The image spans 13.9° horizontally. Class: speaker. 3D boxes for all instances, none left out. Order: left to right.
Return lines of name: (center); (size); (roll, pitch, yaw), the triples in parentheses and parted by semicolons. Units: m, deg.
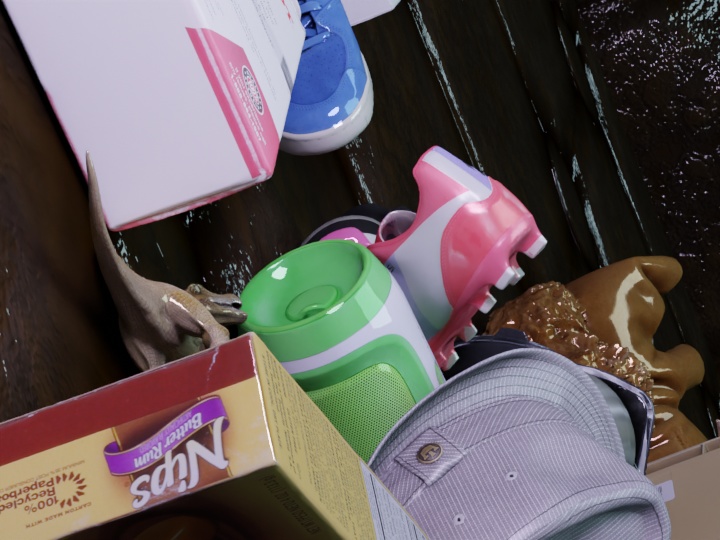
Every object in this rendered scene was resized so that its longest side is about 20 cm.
speaker: (0.010, 0.085, 1.469); (0.089, 0.088, 0.201); (-91, 158, -58)

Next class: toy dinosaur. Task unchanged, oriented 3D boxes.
toy dinosaur: (-0.084, 0.024, 1.240); (0.101, 0.058, 0.200); (53, 2, 19)

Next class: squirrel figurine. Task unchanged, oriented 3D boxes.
squirrel figurine: (0.180, 0.099, 2.139); (0.200, 0.141, 0.188); (7, 55, -59)

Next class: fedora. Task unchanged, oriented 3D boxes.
fedora: (0.080, 0.139, 1.423); (0.090, 0.199, 0.178); (20, -46, 52)

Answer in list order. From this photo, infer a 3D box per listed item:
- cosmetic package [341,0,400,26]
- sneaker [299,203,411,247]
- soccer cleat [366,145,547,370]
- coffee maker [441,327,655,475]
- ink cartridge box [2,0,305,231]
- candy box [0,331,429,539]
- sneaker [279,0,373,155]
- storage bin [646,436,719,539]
cosmetic package: (-0.042, -0.244, 1.796); (0.113, 0.081, 0.201); (-54, 122, -77)
sneaker: (0.000, 0.000, 1.614); (0.200, 0.073, 0.088); (49, 21, -68)
soccer cleat: (0.024, 0.014, 1.509); (0.076, 0.200, 0.067); (46, 50, 6)
coffee maker: (0.095, 0.138, 1.658); (0.200, 0.134, 0.193); (18, 58, -73)
ink cartridge box: (-0.093, -0.126, 1.340); (0.200, 0.084, 0.146); (-77, 146, -67)
candy box: (-0.052, 0.102, 1.068); (0.200, 0.116, 0.057); (54, 19, -56)
sneaker: (-0.051, -0.160, 1.607); (0.111, 0.076, 0.201); (67, 6, -47)
storage bin: (0.196, 0.203, 1.875); (0.199, 0.199, 0.094); (-86, 151, -64)
